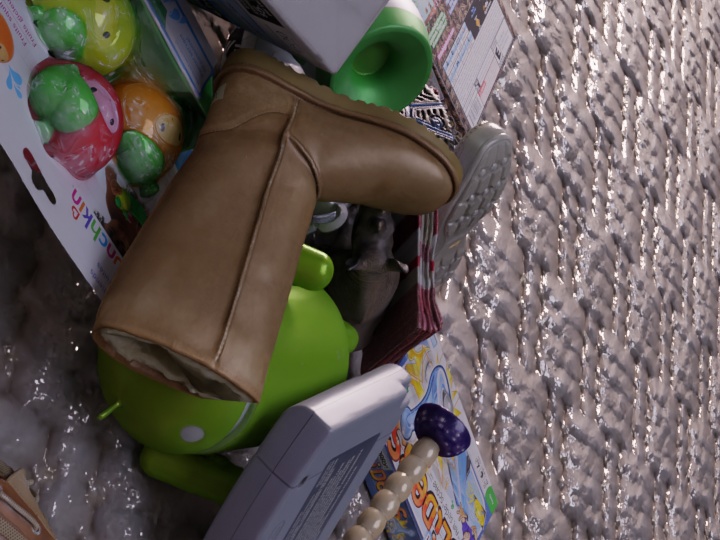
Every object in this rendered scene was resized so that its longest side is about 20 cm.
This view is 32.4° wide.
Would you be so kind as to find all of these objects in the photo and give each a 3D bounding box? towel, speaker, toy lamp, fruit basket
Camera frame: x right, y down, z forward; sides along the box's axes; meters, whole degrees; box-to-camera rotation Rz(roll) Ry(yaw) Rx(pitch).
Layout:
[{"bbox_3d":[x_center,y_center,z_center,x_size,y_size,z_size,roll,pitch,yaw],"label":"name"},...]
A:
[{"bbox_3d":[0.031,-0.027,0.978,0.022,0.144,0.203,8,69,-16],"label":"towel"},{"bbox_3d":[-0.022,-0.191,0.846,0.088,0.088,0.201,40,17,-48],"label":"speaker"},{"bbox_3d":[0.010,0.187,0.942,0.200,0.058,0.059,-49,126,-32],"label":"toy lamp"},{"bbox_3d":[-0.148,-0.099,0.710,0.201,0.092,0.187,-84,152,-56],"label":"fruit basket"}]

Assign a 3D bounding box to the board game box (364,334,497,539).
[{"bbox_3d":[0.053,0.164,1.067,0.136,0.034,0.202,-51,126,-49],"label":"board game box"}]

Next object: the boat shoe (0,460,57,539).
[{"bbox_3d":[-0.192,0.134,0.642,0.200,0.075,0.073,52,42,-43],"label":"boat shoe"}]

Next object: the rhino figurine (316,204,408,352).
[{"bbox_3d":[0.000,0.000,0.908,0.200,0.059,0.089,115,-20,-64],"label":"rhino figurine"}]

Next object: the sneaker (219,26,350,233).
[{"bbox_3d":[-0.042,-0.109,0.879,0.075,0.114,0.203,21,67,-43],"label":"sneaker"}]

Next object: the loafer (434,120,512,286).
[{"bbox_3d":[0.064,-0.056,1.004,0.069,0.201,0.070,-26,68,-33],"label":"loafer"}]

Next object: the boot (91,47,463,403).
[{"bbox_3d":[-0.040,-0.012,0.715,0.173,0.066,0.202,22,58,-8],"label":"boot"}]

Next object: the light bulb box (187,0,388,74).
[{"bbox_3d":[-0.088,-0.247,0.735,0.125,0.199,0.198,-53,136,-5],"label":"light bulb box"}]

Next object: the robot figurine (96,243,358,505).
[{"bbox_3d":[-0.084,0.055,0.787,0.199,0.115,0.178,4,112,-58],"label":"robot figurine"}]

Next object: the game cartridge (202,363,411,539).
[{"bbox_3d":[-0.047,0.154,0.799,0.132,0.041,0.202,-12,136,-56],"label":"game cartridge"}]

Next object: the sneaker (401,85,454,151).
[{"bbox_3d":[0.009,-0.114,0.933,0.075,0.078,0.201,-2,47,-28],"label":"sneaker"}]

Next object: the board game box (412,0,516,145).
[{"bbox_3d":[0.039,-0.228,1.056,0.201,0.096,0.160,60,39,-32],"label":"board game box"}]
